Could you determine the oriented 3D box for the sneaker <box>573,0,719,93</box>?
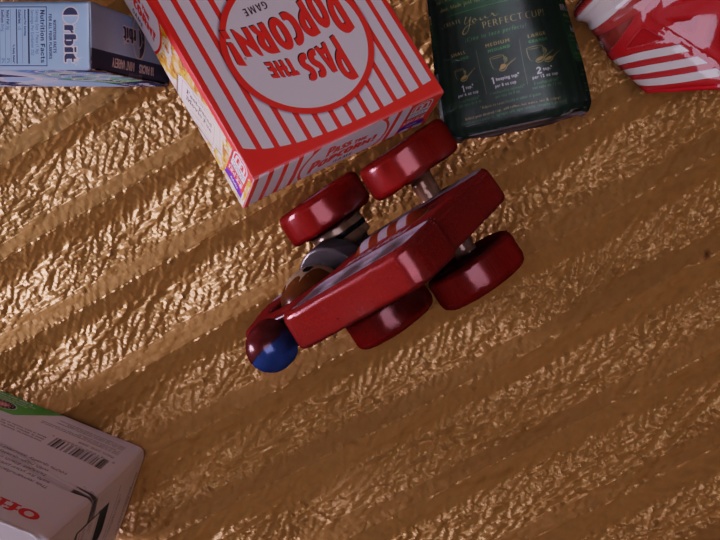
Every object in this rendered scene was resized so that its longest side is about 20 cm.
[{"bbox_3d":[0.253,-0.198,0.768,0.199,0.078,0.116,-37,99,21],"label":"sneaker"}]

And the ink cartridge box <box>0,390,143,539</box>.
[{"bbox_3d":[-0.253,0.159,0.786,0.144,0.200,0.085,22,99,4],"label":"ink cartridge box"}]

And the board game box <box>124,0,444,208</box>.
[{"bbox_3d":[-0.060,-0.162,0.757,0.150,0.046,0.202,-27,80,-24],"label":"board game box"}]

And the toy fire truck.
[{"bbox_3d":[0.000,0.000,0.743,0.199,0.168,0.113,-28,97,38],"label":"toy fire truck"}]

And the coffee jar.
[{"bbox_3d":[0.088,-0.194,0.770,0.103,0.085,0.203,-10,95,17],"label":"coffee jar"}]

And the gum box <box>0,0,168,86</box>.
[{"bbox_3d":[-0.248,-0.150,0.771,0.197,0.170,0.045,2,96,7],"label":"gum box"}]
